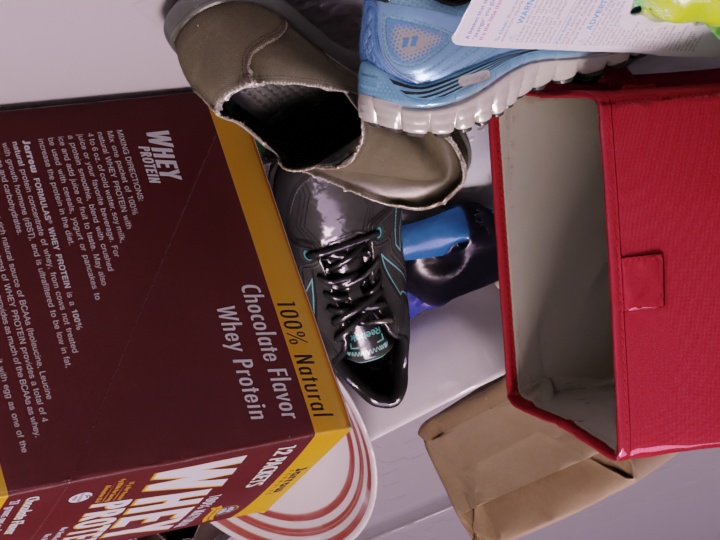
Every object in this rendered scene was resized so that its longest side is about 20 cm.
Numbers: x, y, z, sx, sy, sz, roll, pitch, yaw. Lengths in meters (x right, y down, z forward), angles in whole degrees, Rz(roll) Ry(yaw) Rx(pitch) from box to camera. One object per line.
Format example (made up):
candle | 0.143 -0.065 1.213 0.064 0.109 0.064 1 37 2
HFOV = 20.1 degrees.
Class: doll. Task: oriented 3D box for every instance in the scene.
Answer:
doll | 0.042 -0.003 1.261 0.200 0.049 0.136 -32 151 33

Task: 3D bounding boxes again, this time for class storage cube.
storage cube | 0.179 -0.015 1.041 0.179 0.200 0.171 -5 -172 -14

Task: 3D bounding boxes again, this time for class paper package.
paper package | 0.173 0.084 1.387 0.200 0.104 0.191 -28 176 -35

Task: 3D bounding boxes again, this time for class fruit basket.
fruit basket | 0.152 -0.171 0.898 0.200 0.094 0.185 2 133 -31

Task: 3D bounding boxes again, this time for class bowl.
bowl | 0.033 0.063 1.422 0.200 0.075 0.200 -28 177 23

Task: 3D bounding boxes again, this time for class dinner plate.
dinner plate | -0.070 0.101 1.339 0.200 0.200 0.024 -39 -179 45

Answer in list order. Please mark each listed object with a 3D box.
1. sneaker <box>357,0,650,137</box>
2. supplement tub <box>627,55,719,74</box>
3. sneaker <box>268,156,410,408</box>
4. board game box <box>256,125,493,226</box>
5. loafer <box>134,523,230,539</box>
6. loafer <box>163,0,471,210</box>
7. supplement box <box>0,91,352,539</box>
sneaker | 0.080 -0.136 0.960 0.200 0.090 0.078 -29 -148 -32
supplement tub | 0.222 -0.058 1.249 0.122 0.123 0.200 -24 161 14
sneaker | 0.000 0.000 1.143 0.075 0.079 0.200 -17 142 0
board game box | 0.025 -0.058 1.211 0.200 0.026 0.200 -19 161 2
loafer | -0.153 0.211 1.728 0.071 0.073 0.200 4 143 -38
loafer | -0.017 -0.069 1.001 0.075 0.070 0.200 -35 139 29
supplement box | -0.143 0.032 1.034 0.200 0.198 0.133 -9 159 -28
